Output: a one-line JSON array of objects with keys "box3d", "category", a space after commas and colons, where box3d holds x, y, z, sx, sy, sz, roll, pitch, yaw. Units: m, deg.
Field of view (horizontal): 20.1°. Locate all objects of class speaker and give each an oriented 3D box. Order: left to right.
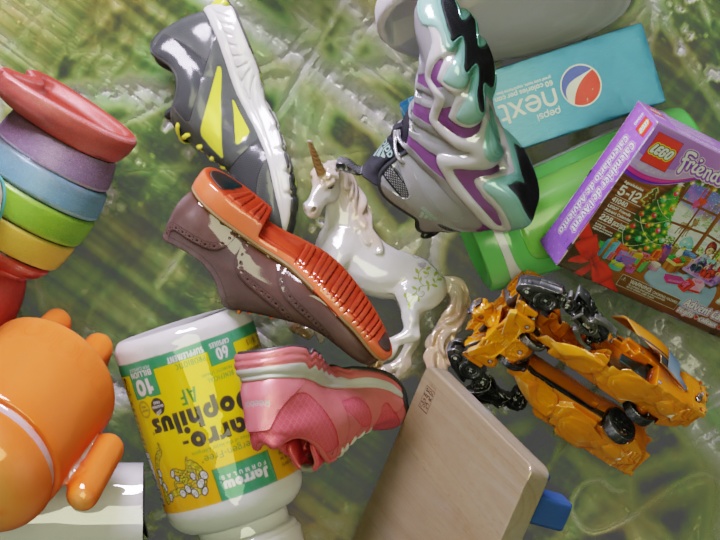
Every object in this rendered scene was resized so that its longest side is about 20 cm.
[{"box3d": [-0.265, 0.190, 1.587, 0.198, 0.081, 0.082, 0, 91, -5], "category": "speaker"}, {"box3d": [0.179, -0.057, 1.624, 0.199, 0.088, 0.089, -24, 93, -5], "category": "speaker"}]

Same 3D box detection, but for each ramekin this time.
[{"box3d": [0.105, -0.239, 1.563, 0.201, 0.202, 0.095, -6, 76, -5], "category": "ramekin"}]

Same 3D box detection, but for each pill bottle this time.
[{"box3d": [-0.111, 0.137, 1.584, 0.112, 0.113, 0.201, -17, 93, -5], "category": "pill bottle"}]

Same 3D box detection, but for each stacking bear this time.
[{"box3d": [-0.268, -0.042, 1.575, 0.113, 0.121, 0.201, 31, 98, 5], "category": "stacking bear"}]

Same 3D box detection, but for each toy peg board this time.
[{"box3d": [0.090, 0.209, 1.560, 0.097, 0.200, 0.200, 17, 102, -26], "category": "toy peg board"}]

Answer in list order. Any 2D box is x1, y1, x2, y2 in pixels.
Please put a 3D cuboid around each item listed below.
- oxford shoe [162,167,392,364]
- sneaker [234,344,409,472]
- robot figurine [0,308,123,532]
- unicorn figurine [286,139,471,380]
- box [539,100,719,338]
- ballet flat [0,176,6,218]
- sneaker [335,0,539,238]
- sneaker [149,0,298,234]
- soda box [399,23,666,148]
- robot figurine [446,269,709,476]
[{"box3d": [-0.062, 0.011, 1.554, 0.200, 0.071, 0.073, 42, 106, 2], "category": "oxford shoe"}, {"box3d": [-0.033, 0.115, 1.566, 0.073, 0.200, 0.087, -8, 74, 33], "category": "sneaker"}, {"box3d": [-0.261, 0.114, 1.525, 0.116, 0.200, 0.144, -16, 116, 34], "category": "robot figurine"}, {"box3d": [0.000, 0.000, 1.621, 0.199, 0.074, 0.138, 28, 87, -21], "category": "unicorn figurine"}, {"box3d": [0.256, -0.034, 1.591, 0.199, 0.039, 0.137, 22, 111, -31], "category": "box"}, {"box3d": [-0.336, -0.002, 1.522, 0.200, 0.062, 0.068, -51, 56, 27], "category": "ballet flat"}, {"box3d": [0.040, -0.106, 1.533, 0.139, 0.078, 0.201, -11, 116, 24], "category": "sneaker"}, {"box3d": [-0.107, -0.110, 1.610, 0.084, 0.074, 0.201, -19, 84, 1], "category": "sneaker"}, {"box3d": [0.136, -0.134, 1.629, 0.199, 0.064, 0.068, -18, 93, -4], "category": "soda box"}, {"box3d": [0.167, 0.076, 1.607, 0.199, 0.058, 0.145, 35, 128, -14], "category": "robot figurine"}]
